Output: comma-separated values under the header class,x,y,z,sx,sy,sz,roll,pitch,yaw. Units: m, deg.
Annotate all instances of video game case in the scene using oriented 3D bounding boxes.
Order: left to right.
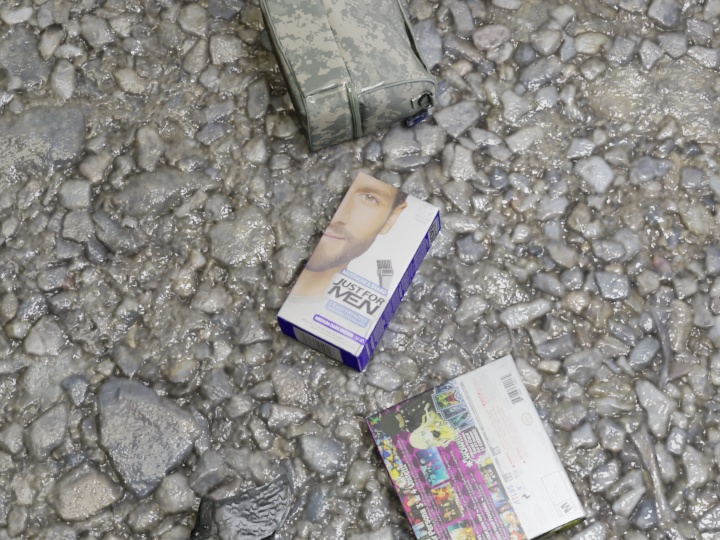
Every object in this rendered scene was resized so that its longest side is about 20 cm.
class,x,y,z,sx,sy,sz,roll,pitch,yaw
video game case,0.124,0.217,1.667,0.180,0.036,0.201,-24,69,-4

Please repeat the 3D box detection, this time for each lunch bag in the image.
class,x,y,z,sx,sy,sz,roll,pitch,yaw
lunch bag,-0.013,-0.258,1.801,0.166,0.140,0.202,-20,70,-2

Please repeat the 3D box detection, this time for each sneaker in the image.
class,x,y,z,sx,sy,sz,roll,pitch,yaw
sneaker,-0.163,0.293,1.653,0.198,0.060,0.105,-13,70,-6

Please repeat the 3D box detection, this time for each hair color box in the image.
class,x,y,z,sx,sy,sz,roll,pitch,yaw
hair color box,0.000,0.000,1.745,0.108,0.065,0.201,25,72,14
